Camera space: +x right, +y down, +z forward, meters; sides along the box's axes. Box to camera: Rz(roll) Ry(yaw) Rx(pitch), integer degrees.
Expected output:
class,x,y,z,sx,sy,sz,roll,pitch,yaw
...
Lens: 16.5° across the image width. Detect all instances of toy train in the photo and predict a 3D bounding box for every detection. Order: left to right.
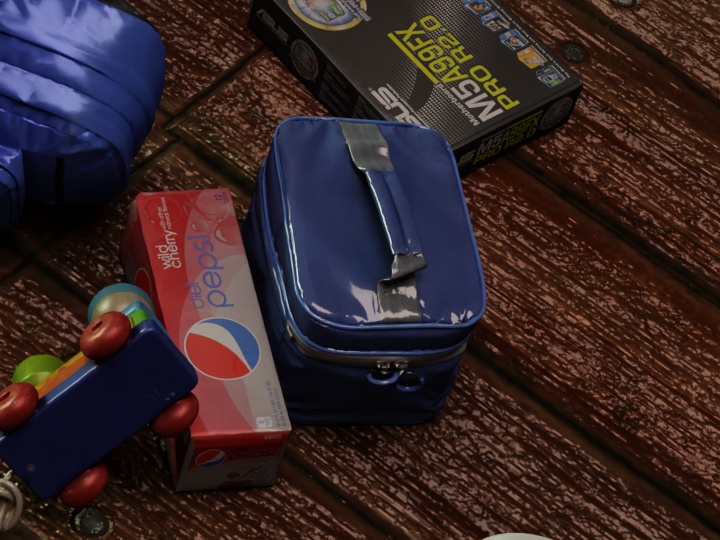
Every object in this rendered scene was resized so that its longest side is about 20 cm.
class,x,y,z,sx,sy,sz,roll,pitch,yaw
toy train,-0.197,0.091,1.519,0.200,0.085,0.116,-37,24,4

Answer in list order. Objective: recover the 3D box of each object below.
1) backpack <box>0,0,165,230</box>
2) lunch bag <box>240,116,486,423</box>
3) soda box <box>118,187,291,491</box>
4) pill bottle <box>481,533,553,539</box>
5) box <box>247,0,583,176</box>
class,x,y,z,sx,sy,sz,roll,pitch,yaw
backpack,-0.235,-0.113,1.629,0.199,0.163,0.168,15,77,-3
lunch bag,0.000,0.000,1.614,0.135,0.133,0.201,-1,51,-16
soda box,-0.101,0.042,1.596,0.070,0.064,0.201,-3,53,-18
pill bottle,0.081,0.257,1.436,0.113,0.113,0.200,18,48,-1
box,0.040,-0.160,1.817,0.160,0.044,0.200,-26,62,-33
